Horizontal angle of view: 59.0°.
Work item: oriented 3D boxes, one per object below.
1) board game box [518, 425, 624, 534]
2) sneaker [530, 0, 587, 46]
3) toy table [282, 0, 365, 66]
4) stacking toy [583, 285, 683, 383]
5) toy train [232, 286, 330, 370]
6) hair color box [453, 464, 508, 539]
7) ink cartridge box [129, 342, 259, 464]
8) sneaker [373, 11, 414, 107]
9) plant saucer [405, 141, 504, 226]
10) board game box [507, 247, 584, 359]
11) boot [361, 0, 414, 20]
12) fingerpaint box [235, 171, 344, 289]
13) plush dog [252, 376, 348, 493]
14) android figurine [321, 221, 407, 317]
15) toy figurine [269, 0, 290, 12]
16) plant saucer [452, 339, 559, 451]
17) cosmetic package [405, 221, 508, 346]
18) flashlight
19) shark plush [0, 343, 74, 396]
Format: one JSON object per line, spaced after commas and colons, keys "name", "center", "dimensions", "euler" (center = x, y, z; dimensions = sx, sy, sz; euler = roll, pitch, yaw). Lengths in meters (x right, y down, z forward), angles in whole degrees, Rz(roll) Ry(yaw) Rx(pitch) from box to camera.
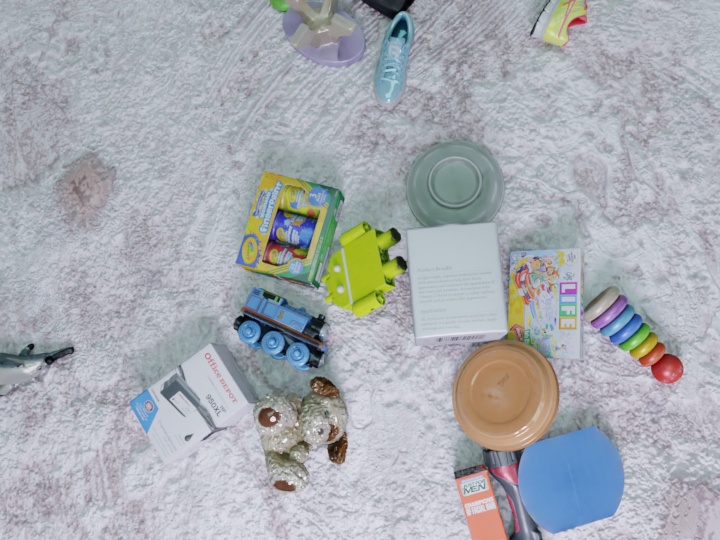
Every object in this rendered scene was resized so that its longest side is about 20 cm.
{"name": "board game box", "center": [0.369, 0.370, 1.136], "dimensions": [0.199, 0.039, 0.159], "euler": [-13, 85, -9]}
{"name": "sneaker", "center": [0.434, -0.545, 1.305], "dimensions": [0.090, 0.078, 0.201], "euler": [32, 91, 5]}
{"name": "toy table", "center": [-0.086, -0.525, 1.348], "dimensions": [0.199, 0.117, 0.185], "euler": [19, 82, 10]}
{"name": "stacking toy", "center": [0.502, 0.126, 1.157], "dimensions": [0.085, 0.085, 0.200], "euler": [-43, 80, -2]}
{"name": "toy train", "center": [-0.150, 0.116, 1.249], "dimensions": [0.199, 0.087, 0.115], "euler": [22, 77, 12]}
{"name": "hair color box", "center": [0.220, 0.452, 1.114], "dimensions": [0.064, 0.111, 0.201], "euler": [-17, 78, 3]}
{"name": "ink cartridge box", "center": [-0.322, 0.257, 1.243], "dimensions": [0.200, 0.084, 0.145], "euler": [-36, 77, -1]}
{"name": "sneaker", "center": [0.066, -0.445, 1.327], "dimensions": [0.073, 0.082, 0.201], "euler": [8, 80, 10]}
{"name": "plant saucer", "center": [0.189, -0.170, 1.273], "dimensions": [0.199, 0.050, 0.201], "euler": [-2, 79, 8]}
{"name": "board game box", "center": [0.345, 0.062, 1.187], "dimensions": [0.134, 0.034, 0.201], "euler": [-3, 77, 32]}
{"name": "boot", "center": [0.043, -0.655, 1.379], "dimensions": [0.199, 0.066, 0.165], "euler": [32, 93, 16]}
{"name": "fingerpaint box", "center": [-0.141, -0.082, 1.289], "dimensions": [0.166, 0.073, 0.201], "euler": [15, 81, 11]}
{"name": "plush dog", "center": [-0.105, 0.289, 1.197], "dimensions": [0.171, 0.160, 0.201], "euler": [-13, 105, -9]}
{"name": "android figurine", "center": [0.000, 0.000, 1.227], "dimensions": [0.199, 0.041, 0.183], "euler": [-28, 59, 34]}
{"name": "toy figurine", "center": [-0.154, -0.689, 1.355], "dimensions": [0.150, 0.184, 0.201], "euler": [26, 84, 12]}
{"name": "plant saucer", "center": [0.255, 0.221, 1.146], "dimensions": [0.199, 0.032, 0.201], "euler": [-16, 60, 28]}
{"name": "cosmetic package", "center": [0.172, 0.030, 1.175], "dimensions": [0.164, 0.165, 0.201], "euler": [-4, 78, 5]}
{"name": "flashlight", "center": [0.274, 0.416, 1.141], "dimensions": [0.068, 0.068, 0.201], "euler": [-12, 82, 3]}
{"name": "shark plush", "center": [-0.704, 0.183, 1.325], "dimensions": [0.199, 0.091, 0.084], "euler": [-22, 46, 8]}
